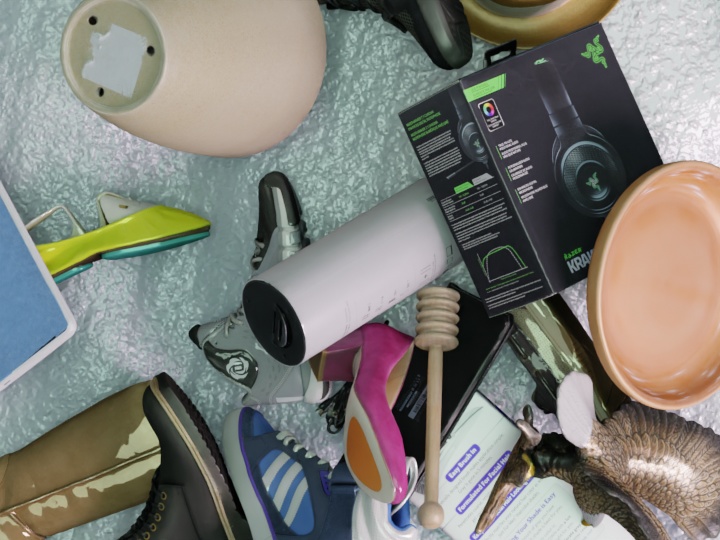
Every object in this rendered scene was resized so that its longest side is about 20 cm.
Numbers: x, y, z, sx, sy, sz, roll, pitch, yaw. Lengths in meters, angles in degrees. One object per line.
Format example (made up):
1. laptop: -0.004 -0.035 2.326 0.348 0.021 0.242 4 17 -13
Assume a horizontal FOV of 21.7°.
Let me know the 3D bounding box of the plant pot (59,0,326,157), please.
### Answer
1. plant pot: -0.149 -0.175 1.502 0.186 0.200 0.188 3 99 20

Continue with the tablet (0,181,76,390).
1. tablet: -0.328 0.000 1.589 0.130 0.014 0.200 -36 74 19

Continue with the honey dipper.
1. honey dipper: 0.062 0.112 1.542 0.038 0.038 0.201 2 69 0

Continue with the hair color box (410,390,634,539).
1. hair color box: 0.129 0.200 1.604 0.200 0.065 0.109 42 92 -2

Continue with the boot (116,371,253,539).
1. boot: -0.171 0.197 1.558 0.138 0.077 0.201 -24 108 0

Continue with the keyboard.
1. keyboard: 0.037 0.101 1.593 0.127 0.021 0.200 29 83 35

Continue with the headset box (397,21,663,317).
1. headset box: 0.149 -0.090 1.543 0.174 0.093 0.201 -24 90 -36

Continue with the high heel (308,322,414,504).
1. high heel: 0.028 0.113 1.508 0.096 0.200 0.068 -2 121 -20

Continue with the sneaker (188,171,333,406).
1. sneaker: -0.095 0.022 1.598 0.115 0.075 0.201 -10 90 5

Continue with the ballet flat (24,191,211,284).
1. ballet flat: -0.229 -0.030 1.602 0.199 0.067 0.067 -19 89 3

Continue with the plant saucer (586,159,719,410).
1. plant saucer: 0.250 0.011 1.512 0.200 0.037 0.201 -6 100 -38

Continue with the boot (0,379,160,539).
1. boot: -0.238 0.211 1.607 0.199 0.066 0.176 -22 92 0

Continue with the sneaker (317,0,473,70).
1. sneaker: 0.014 -0.230 1.573 0.114 0.076 0.200 -36 69 15

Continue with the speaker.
1. speaker: 0.000 0.000 1.544 0.200 0.081 0.081 -32 91 -32

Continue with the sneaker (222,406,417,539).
1. sneaker: -0.023 0.172 1.547 0.146 0.081 0.201 -28 52 9

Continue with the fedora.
1. fedora: 0.147 -0.285 1.582 0.200 0.082 0.202 0 91 1

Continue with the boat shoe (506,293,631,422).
1. boat shoe: 0.174 0.093 1.603 0.066 0.072 0.201 -32 91 22

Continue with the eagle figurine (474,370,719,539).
1. eagle figurine: 0.212 0.178 1.509 0.199 0.151 0.152 21 88 10
